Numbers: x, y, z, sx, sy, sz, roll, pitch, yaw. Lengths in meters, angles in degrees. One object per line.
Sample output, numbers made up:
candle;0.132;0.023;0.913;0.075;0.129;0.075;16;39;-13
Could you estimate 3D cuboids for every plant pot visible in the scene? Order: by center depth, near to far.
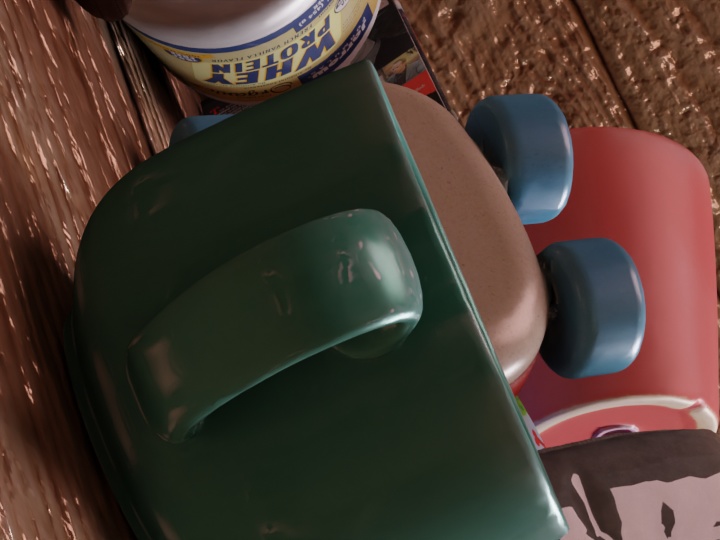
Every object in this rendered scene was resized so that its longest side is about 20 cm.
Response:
plant pot;0.147;0.033;1.218;0.201;0.198;0.179;61;18;-59

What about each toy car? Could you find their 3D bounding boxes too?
toy car;0.005;0.034;0.883;0.201;0.182;0.178;107;-30;-48

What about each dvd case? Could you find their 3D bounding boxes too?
dvd case;-0.022;-0.088;1.099;0.022;0.145;0.201;54;8;-32

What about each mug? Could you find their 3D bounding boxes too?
mug;-0.024;0.021;0.544;0.186;0.113;0.153;62;6;-47

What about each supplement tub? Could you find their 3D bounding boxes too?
supplement tub;-0.063;-0.169;0.993;0.200;0.143;0.146;46;21;-80

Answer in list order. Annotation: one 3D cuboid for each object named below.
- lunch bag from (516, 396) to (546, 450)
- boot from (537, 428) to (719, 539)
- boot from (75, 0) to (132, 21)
lunch bag;0.068;0.185;0.919;0.201;0.126;0.171;-89;154;-53
boot;0.094;0.152;0.808;0.199;0.072;0.184;11;71;-42
boot;-0.139;-0.217;0.765;0.200;0.063;0.189;47;32;-71
